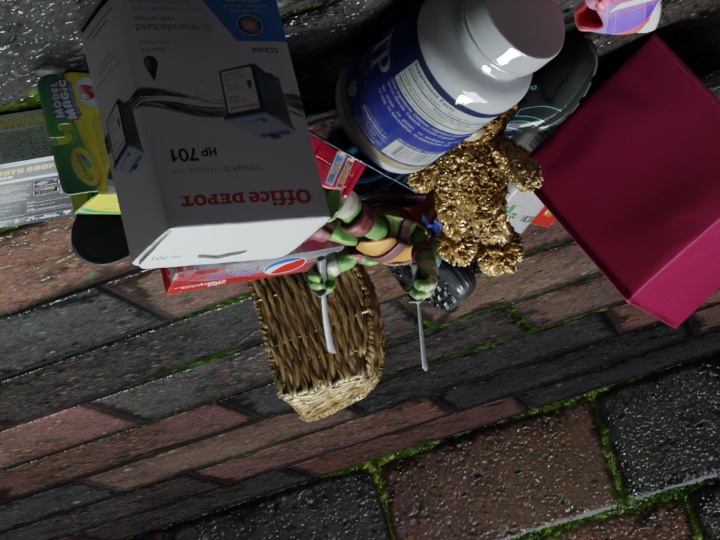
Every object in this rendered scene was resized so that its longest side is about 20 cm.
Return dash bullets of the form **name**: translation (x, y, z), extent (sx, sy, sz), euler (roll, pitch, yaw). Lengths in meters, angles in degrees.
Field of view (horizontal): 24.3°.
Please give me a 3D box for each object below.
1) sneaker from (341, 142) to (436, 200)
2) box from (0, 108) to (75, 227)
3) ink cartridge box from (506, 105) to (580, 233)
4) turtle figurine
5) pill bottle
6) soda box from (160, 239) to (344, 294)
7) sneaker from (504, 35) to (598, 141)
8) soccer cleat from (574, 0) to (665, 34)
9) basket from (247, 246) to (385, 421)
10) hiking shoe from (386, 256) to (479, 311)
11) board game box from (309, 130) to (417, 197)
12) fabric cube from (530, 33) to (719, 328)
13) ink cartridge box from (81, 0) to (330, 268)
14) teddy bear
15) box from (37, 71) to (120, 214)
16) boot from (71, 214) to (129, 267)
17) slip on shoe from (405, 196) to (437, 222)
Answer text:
- **sneaker**: translation (0.057, -0.112, 1.717), extent (0.199, 0.074, 0.082), euler (-15, 173, -3)
- **box**: translation (-0.331, -0.085, 1.502), extent (0.199, 0.049, 0.158), euler (-12, 163, -15)
- **ink cartridge box**: translation (0.221, -0.105, 1.847), extent (0.161, 0.050, 0.200), euler (-51, 148, 19)
- **turtle figurine**: translation (0.000, 0.000, 1.663), extent (0.194, 0.144, 0.200), euler (31, 97, -39)
- **pill bottle**: translation (0.079, -0.177, 1.448), extent (0.119, 0.120, 0.200), euler (-2, 159, -40)
- **soda box**: translation (-0.124, -0.028, 1.864), extent (0.199, 0.064, 0.070), euler (-9, 162, -19)
- **sneaker**: translation (0.141, -0.166, 1.626), extent (0.200, 0.076, 0.079), euler (-37, 129, 19)
- **soccer cleat**: translation (0.228, -0.253, 1.436), extent (0.073, 0.069, 0.200), euler (-11, 166, 0)
- **basket**: translation (-0.043, 0.061, 1.994), extent (0.142, 0.201, 0.149), euler (-18, 162, 5)
- **hiking shoe**: translation (0.095, -0.015, 1.829), extent (0.101, 0.076, 0.200), euler (-39, -167, -9)
- **board game box**: translation (-0.041, -0.104, 1.538), extent (0.039, 0.158, 0.200), euler (-60, 156, 3)
- **fabric cube**: translation (0.317, -0.087, 1.728), extent (0.199, 0.196, 0.200), euler (-45, 156, 12)
- **ink cartridge box**: translation (-0.123, -0.114, 1.322), extent (0.146, 0.201, 0.086), euler (-5, 162, -32)
- **teddy bear**: translation (0.105, -0.087, 1.588), extent (0.067, 0.145, 0.201), euler (-23, 137, -38)
- **box**: translation (-0.187, -0.107, 1.439), extent (0.199, 0.118, 0.048), euler (1, 156, -43)
- **boot**: translation (-0.217, -0.049, 1.552), extent (0.200, 0.069, 0.174), euler (-56, -175, -34)
- **slip on shoe**: translation (0.075, -0.085, 1.853), extent (0.199, 0.074, 0.061), euler (-25, 157, 13)
